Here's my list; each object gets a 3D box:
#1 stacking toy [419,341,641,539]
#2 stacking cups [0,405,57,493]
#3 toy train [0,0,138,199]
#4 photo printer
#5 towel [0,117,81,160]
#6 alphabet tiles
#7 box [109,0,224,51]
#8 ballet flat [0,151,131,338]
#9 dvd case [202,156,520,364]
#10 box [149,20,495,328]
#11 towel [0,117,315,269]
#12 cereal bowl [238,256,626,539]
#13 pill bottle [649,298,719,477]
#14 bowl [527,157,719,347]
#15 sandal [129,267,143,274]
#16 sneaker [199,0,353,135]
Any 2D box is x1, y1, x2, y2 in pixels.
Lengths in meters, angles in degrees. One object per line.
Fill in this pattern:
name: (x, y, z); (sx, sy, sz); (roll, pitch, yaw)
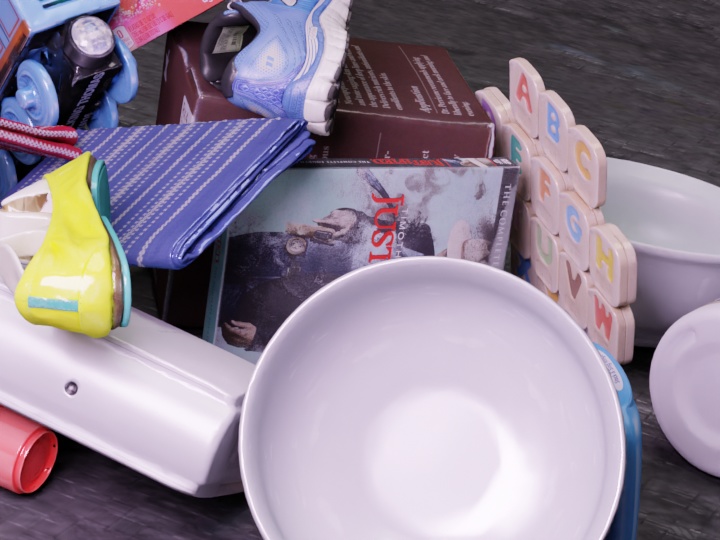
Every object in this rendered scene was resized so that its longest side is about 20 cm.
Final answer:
stacking toy: (0.052, 0.110, 1.387); (0.200, 0.110, 0.116); (-6, 27, -11)
stacking cups: (-0.260, 0.073, 1.389); (0.200, 0.061, 0.060); (23, 24, 19)
toy train: (-0.211, -0.128, 1.612); (0.087, 0.200, 0.114); (-21, 76, -30)
photo printer: (-0.143, 0.055, 1.373); (0.200, 0.070, 0.166); (24, 3, 14)
towel: (-0.287, -0.100, 1.523); (0.200, 0.023, 0.145); (10, -2, 36)
alphabet tiles: (0.123, -0.030, 1.609); (0.015, 0.196, 0.200); (-17, 43, -17)
box: (-0.085, -0.231, 1.596); (0.200, 0.095, 0.103); (-25, 11, 32)
ballet flat: (-0.161, -0.017, 1.319); (0.067, 0.067, 0.200); (-3, 20, -8)
dvd case: (0.000, 0.000, 1.556); (0.200, 0.146, 0.022); (-1, 21, -29)
box: (-0.033, -0.059, 1.662); (0.200, 0.164, 0.166); (5, 23, -12)
towel: (-0.136, -0.042, 1.468); (0.200, 0.024, 0.145); (0, 35, 40)
cereal bowl: (0.038, 0.095, 1.303); (0.200, 0.200, 0.083); (12, -8, 4)
pill bottle: (0.280, 0.057, 1.583); (0.111, 0.111, 0.200); (24, 25, 31)
bowl: (0.189, -0.006, 1.724); (0.201, 0.090, 0.201); (11, 20, -4)
sandal: (-0.228, 0.011, 1.533); (0.201, 0.057, 0.080); (-3, 18, 11)
sneaker: (-0.053, -0.151, 1.555); (0.089, 0.079, 0.200); (11, 23, -4)
